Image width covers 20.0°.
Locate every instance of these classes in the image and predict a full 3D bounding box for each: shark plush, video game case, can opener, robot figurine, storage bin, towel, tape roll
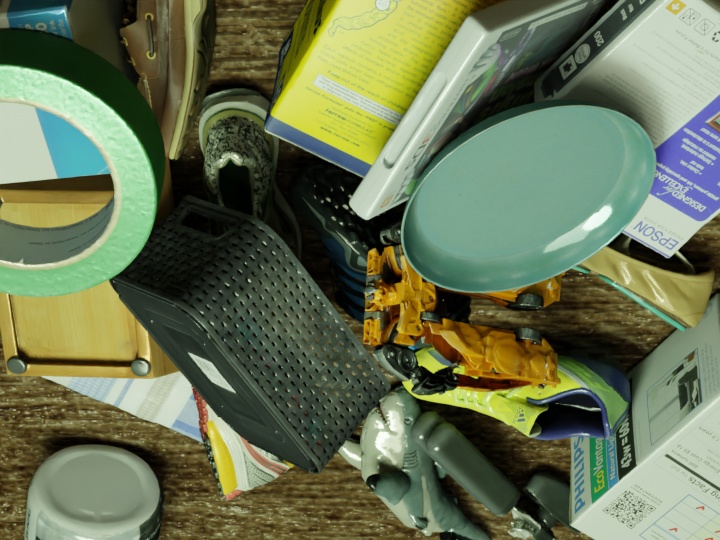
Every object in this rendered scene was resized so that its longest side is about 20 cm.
[{"bbox_3d":[0.064,0.191,1.806,0.083,0.091,0.200,-43,111,-3],"label":"shark plush"},{"bbox_3d":[0.092,-0.131,1.480,0.023,0.200,0.182,44,126,14],"label":"video game case"},{"bbox_3d":[0.121,0.182,1.796,0.200,0.053,0.067,39,85,-35],"label":"can opener"},{"bbox_3d":[0.077,0.033,1.610,0.199,0.146,0.058,12,166,-37],"label":"robot figurine"},{"bbox_3d":[-0.085,0.050,1.583,0.135,0.094,0.200,19,152,52],"label":"storage bin"},{"bbox_3d":[-0.191,0.070,1.762,0.199,0.024,0.147,24,127,-13],"label":"towel"},{"bbox_3d":[-0.240,-0.073,1.453,0.199,0.048,0.202,2,129,3],"label":"tape roll"}]

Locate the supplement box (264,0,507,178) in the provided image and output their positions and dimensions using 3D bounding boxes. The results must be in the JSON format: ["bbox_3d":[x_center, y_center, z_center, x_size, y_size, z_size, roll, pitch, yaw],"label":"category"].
[{"bbox_3d":[0.023,-0.182,1.490,0.109,0.109,0.200,24,126,-13],"label":"supplement box"}]

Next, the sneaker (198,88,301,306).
[{"bbox_3d":[-0.095,-0.041,1.623,0.076,0.089,0.201,-5,128,9],"label":"sneaker"}]

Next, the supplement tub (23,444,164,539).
[{"bbox_3d":[-0.248,0.267,1.857,0.122,0.123,0.201,11,128,-3],"label":"supplement tub"}]

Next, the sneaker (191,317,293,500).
[{"bbox_3d":[-0.101,0.101,1.729,0.082,0.078,0.201,-16,131,-9],"label":"sneaker"}]

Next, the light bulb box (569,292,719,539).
[{"bbox_3d":[0.310,0.162,1.718,0.198,0.125,0.200,32,125,-18],"label":"light bulb box"}]

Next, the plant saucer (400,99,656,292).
[{"bbox_3d":[0.121,-0.058,1.505,0.199,0.028,0.201,-13,142,-10],"label":"plant saucer"}]

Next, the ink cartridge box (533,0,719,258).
[{"bbox_3d":[0.232,-0.117,1.534,0.197,0.044,0.200,27,124,-32],"label":"ink cartridge box"}]

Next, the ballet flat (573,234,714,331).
[{"bbox_3d":[0.197,-0.020,1.640,0.199,0.069,0.063,26,98,-17],"label":"ballet flat"}]

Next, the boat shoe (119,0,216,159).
[{"bbox_3d":[-0.146,-0.180,1.537,0.067,0.072,0.201,11,122,4],"label":"boat shoe"}]

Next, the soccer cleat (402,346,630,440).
[{"bbox_3d":[0.126,0.102,1.708,0.199,0.084,0.065,5,132,15],"label":"soccer cleat"}]

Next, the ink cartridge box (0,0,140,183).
[{"bbox_3d":[-0.283,-0.160,1.512,0.198,0.148,0.145,-5,128,9],"label":"ink cartridge box"}]

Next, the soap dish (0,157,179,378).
[{"bbox_3d":[-0.225,-0.004,1.645,0.156,0.081,0.201,2,116,11],"label":"soap dish"}]

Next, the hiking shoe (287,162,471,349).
[{"bbox_3d":[0.000,0.000,1.656,0.086,0.075,0.200,-30,116,32],"label":"hiking shoe"}]
